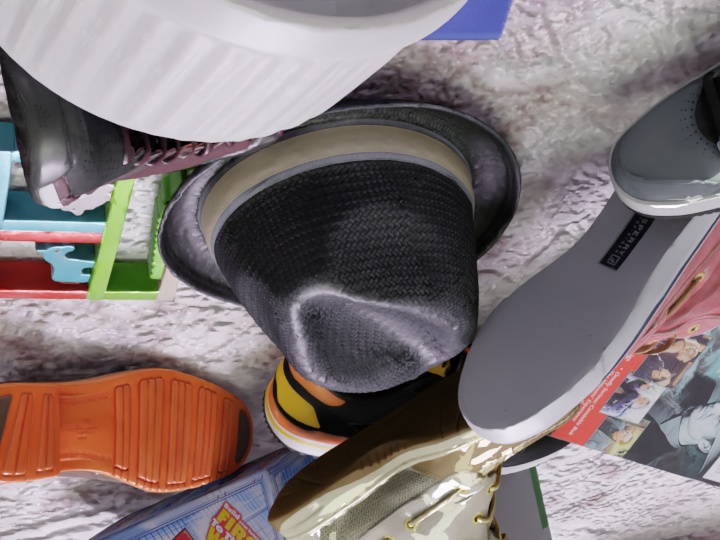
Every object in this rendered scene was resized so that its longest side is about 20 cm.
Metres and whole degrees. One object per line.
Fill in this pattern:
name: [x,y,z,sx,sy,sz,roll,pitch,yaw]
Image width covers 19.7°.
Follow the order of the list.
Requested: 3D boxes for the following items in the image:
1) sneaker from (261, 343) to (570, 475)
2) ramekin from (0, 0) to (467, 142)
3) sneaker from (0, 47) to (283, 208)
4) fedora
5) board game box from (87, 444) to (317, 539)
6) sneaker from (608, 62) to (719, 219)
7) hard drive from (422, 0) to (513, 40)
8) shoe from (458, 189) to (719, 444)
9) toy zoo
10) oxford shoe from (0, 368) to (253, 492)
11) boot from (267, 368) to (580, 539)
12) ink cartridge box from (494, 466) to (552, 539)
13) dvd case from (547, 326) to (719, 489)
sneaker: [0.048,0.069,1.197,0.200,0.070,0.090,3,149,-14]
ramekin: [-0.056,-0.140,0.727,0.200,0.200,0.105,10,148,-27]
sneaker: [-0.087,-0.075,0.888,0.115,0.076,0.200,-12,-176,-1]
fedora: [0.000,0.000,1.036,0.200,0.092,0.201,-14,151,-8]
board game box: [-0.059,0.196,1.263,0.062,0.200,0.200,-32,169,-48]
sneaker: [0.195,-0.097,0.957,0.200,0.084,0.121,-27,149,13]
hard drive: [-0.025,-0.147,0.882,0.200,0.025,0.132,-1,147,-12]
shoe: [0.137,0.023,1.067,0.200,0.071,0.091,-50,139,-10]
toy zoo: [-0.181,-0.028,1.035,0.200,0.020,0.131,1,147,-15]
oxford shoe: [-0.155,0.088,1.203,0.200,0.071,0.073,8,177,-36]
boot: [0.068,0.142,1.147,0.200,0.072,0.155,-31,106,26]
ink cartridge box: [0.043,0.204,1.339,0.087,0.145,0.200,6,144,-26]
dvd case: [0.189,0.053,1.208,0.200,0.022,0.146,19,117,-36]
